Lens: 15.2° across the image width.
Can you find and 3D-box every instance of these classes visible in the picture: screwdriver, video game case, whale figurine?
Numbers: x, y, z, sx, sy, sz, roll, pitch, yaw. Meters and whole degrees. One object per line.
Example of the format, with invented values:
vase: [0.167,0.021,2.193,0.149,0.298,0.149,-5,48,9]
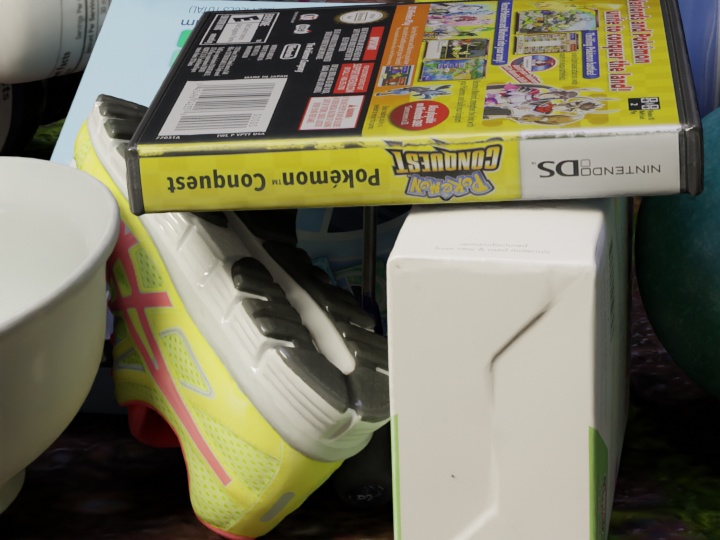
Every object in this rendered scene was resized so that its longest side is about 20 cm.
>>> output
screwdriver: [0.000,0.000,0.966,0.029,0.028,0.200,-30,42,26]
video game case: [0.023,-0.061,0.930,0.180,0.026,0.200,-2,18,5]
whale figurine: [0.164,-0.044,0.931,0.104,0.200,0.159,27,24,7]

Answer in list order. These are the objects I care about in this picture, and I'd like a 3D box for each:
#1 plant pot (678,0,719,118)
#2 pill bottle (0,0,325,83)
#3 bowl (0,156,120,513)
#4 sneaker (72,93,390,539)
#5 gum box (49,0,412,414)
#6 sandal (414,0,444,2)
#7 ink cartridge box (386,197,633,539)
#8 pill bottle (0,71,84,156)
plant pot: [0.201,-0.114,1.142,0.200,0.200,0.180,-4,36,-4]
pill bottle: [-0.122,-0.144,1.171,0.200,0.114,0.113,-14,23,-23]
bowl: [-0.168,0.040,0.902,0.201,0.090,0.201,-11,22,4]
sneaker: [-0.062,0.014,0.934,0.078,0.090,0.200,15,28,-34]
gum box: [-0.037,-0.027,1.052,0.170,0.045,0.200,2,44,12]
sandal: [0.116,-0.123,1.295,0.200,0.080,0.087,8,16,-13]
ink cartridge box: [0.055,0.018,0.915,0.067,0.117,0.200,2,19,9]
pill bottle: [-0.217,-0.088,1.250,0.112,0.112,0.200,14,25,38]
